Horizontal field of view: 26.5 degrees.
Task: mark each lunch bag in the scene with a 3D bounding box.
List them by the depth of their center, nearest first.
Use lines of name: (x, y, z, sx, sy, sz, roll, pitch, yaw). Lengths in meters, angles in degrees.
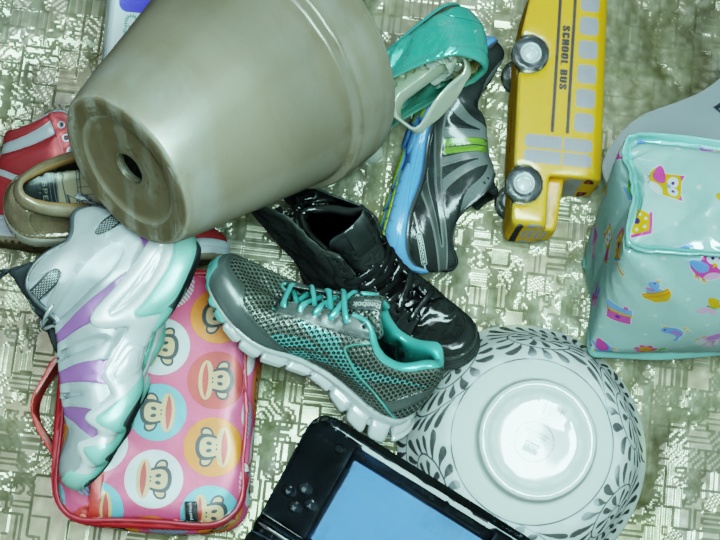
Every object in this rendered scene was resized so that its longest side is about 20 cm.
lunch bag: (0.279, -0.012, 1.156, 0.197, 0.171, 0.123, 3, 59, -1)
lunch bag: (-0.166, 0.099, 1.175, 0.174, 0.082, 0.203, 2, 77, 3)

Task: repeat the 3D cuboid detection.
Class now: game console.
game console: (0.002, 0.240, 1.124, 0.199, 0.116, 0.177, 31, 120, 4)

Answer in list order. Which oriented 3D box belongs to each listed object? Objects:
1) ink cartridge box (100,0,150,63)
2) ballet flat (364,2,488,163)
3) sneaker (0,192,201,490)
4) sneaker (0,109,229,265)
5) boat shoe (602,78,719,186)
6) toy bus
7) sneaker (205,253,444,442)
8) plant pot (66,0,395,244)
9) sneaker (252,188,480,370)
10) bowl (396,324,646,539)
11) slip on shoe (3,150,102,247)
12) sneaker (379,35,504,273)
ink cartridge box: (-0.100, -0.197, 1.197, 0.197, 0.043, 0.201, 3, 109, -17)
ballet flat: (0.015, -0.126, 1.177, 0.199, 0.067, 0.071, -34, 56, 12)
sneaker: (-0.211, 0.043, 1.093, 0.139, 0.078, 0.202, 23, 86, -1)
sneaker: (-0.196, -0.065, 1.208, 0.197, 0.071, 0.114, 7, 81, 2)
boat shoe: (0.281, -0.110, 1.235, 0.199, 0.066, 0.072, -37, 60, -12)
toy bus: (0.154, -0.126, 1.235, 0.077, 0.065, 0.203, 4, 78, -2)
sneaker: (-0.020, 0.039, 1.129, 0.199, 0.091, 0.078, 34, 35, -15)
plant pot: (-0.104, -0.114, 1.063, 0.200, 0.200, 0.173, 44, 58, 7)
sneaker: (0.002, -0.002, 1.168, 0.199, 0.105, 0.060, 30, 65, 24)
bowl: (0.129, 0.134, 1.165, 0.198, 0.094, 0.203, 0, 79, -2)
slip on shoe: (-0.168, -0.067, 1.145, 0.198, 0.061, 0.077, -9, 72, -18)
sneaker: (0.076, -0.091, 1.229, 0.082, 0.071, 0.202, 20, 80, -10)
